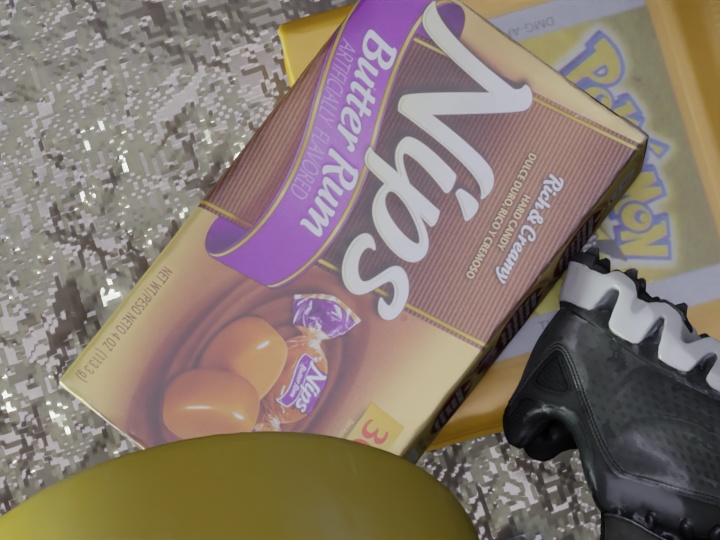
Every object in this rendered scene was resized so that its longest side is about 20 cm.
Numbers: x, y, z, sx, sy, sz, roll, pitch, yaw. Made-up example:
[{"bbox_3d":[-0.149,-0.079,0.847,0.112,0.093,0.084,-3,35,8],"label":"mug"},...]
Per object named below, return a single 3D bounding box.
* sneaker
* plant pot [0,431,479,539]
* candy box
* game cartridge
[{"bbox_3d":[0.129,0.076,0.789,0.200,0.066,0.091,34,86,32],"label":"sneaker"},{"bbox_3d":[-0.034,0.185,0.732,0.201,0.201,0.189,-18,49,2],"label":"plant pot"},{"bbox_3d":[0.000,0.000,0.836,0.117,0.056,0.200,38,86,10],"label":"candy box"},{"bbox_3d":[0.085,-0.038,0.878,0.200,0.032,0.176,-16,79,3],"label":"game cartridge"}]
